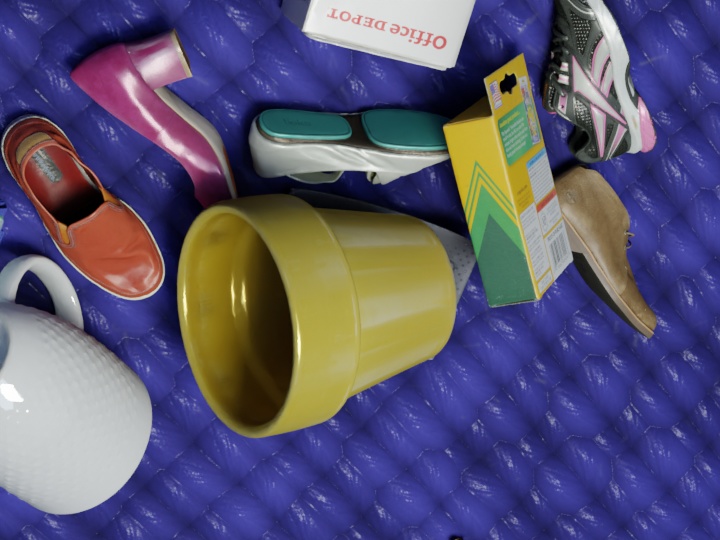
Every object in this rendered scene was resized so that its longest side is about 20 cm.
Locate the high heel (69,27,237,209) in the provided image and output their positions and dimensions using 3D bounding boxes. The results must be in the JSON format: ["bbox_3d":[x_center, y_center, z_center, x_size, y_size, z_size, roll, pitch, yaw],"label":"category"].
[{"bbox_3d":[-0.170,-0.106,1.522,0.096,0.067,0.200,-19,124,2],"label":"high heel"}]

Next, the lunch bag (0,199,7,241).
[{"bbox_3d":[-0.399,0.008,1.455,0.200,0.127,0.170,7,111,-41],"label":"lunch bag"}]

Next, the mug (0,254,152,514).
[{"bbox_3d":[-0.278,0.083,1.501,0.147,0.200,0.175,-8,150,23],"label":"mug"}]

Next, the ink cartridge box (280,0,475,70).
[{"bbox_3d":[0.032,-0.287,1.503,0.146,0.083,0.200,11,108,-24],"label":"ink cartridge box"}]

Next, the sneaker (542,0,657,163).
[{"bbox_3d":[0.201,-0.179,1.621,0.086,0.080,0.200,-24,113,3],"label":"sneaker"}]

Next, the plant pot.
[{"bbox_3d":[-0.029,0.029,1.518,0.189,0.201,0.201,-9,116,-33],"label":"plant pot"}]

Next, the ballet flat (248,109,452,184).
[{"bbox_3d":[-0.005,-0.107,1.587,0.200,0.069,0.070,0,112,-17],"label":"ballet flat"}]

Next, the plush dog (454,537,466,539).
[{"bbox_3d":[0.107,0.375,1.769,0.200,0.172,0.161,12,107,-24],"label":"plush dog"}]

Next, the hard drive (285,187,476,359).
[{"bbox_3d":[0.000,0.000,1.640,0.200,0.042,0.135,16,106,-25],"label":"hard drive"}]

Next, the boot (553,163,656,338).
[{"bbox_3d":[0.242,-0.017,1.711,0.075,0.074,0.200,-42,117,-7],"label":"boot"}]

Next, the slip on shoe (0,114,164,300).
[{"bbox_3d":[-0.235,-0.046,1.522,0.074,0.061,0.200,-37,121,-4],"label":"slip on shoe"}]

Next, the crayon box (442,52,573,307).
[{"bbox_3d":[0.130,-0.082,1.588,0.051,0.126,0.200,-9,103,24],"label":"crayon box"}]
